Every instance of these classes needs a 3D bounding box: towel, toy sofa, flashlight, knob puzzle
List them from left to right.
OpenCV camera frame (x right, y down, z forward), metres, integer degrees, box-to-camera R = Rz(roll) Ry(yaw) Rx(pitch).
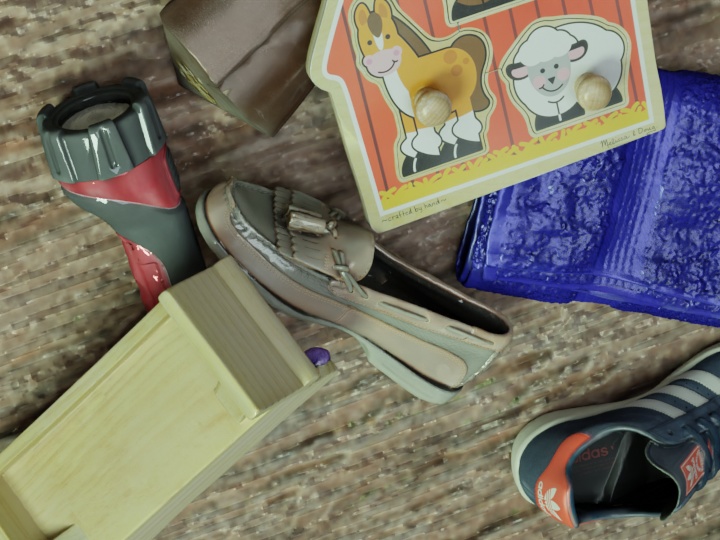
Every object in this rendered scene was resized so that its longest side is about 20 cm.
[{"bbox_3d":[-0.116,-0.002,1.514,0.068,0.067,0.201,-36,124,-36],"label":"flashlight"},{"bbox_3d":[-0.112,0.082,1.496,0.200,0.097,0.083,-42,82,32],"label":"toy sofa"},{"bbox_3d":[0.067,-0.133,1.480,0.218,0.030,0.221,-6,115,-14],"label":"knob puzzle"},{"bbox_3d":[0.164,-0.042,1.585,0.199,0.050,0.149,9,107,-19],"label":"towel"}]

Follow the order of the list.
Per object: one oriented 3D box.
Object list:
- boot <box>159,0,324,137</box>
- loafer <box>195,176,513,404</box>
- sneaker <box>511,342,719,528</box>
[{"bbox_3d":[-0.048,-0.188,1.470,0.200,0.064,0.186,-42,113,7],"label":"boot"},{"bbox_3d":[0.000,0.000,1.535,0.063,0.072,0.200,-35,126,29],"label":"loafer"},{"bbox_3d":[0.190,0.101,1.624,0.199,0.085,0.075,-22,114,-7],"label":"sneaker"}]
